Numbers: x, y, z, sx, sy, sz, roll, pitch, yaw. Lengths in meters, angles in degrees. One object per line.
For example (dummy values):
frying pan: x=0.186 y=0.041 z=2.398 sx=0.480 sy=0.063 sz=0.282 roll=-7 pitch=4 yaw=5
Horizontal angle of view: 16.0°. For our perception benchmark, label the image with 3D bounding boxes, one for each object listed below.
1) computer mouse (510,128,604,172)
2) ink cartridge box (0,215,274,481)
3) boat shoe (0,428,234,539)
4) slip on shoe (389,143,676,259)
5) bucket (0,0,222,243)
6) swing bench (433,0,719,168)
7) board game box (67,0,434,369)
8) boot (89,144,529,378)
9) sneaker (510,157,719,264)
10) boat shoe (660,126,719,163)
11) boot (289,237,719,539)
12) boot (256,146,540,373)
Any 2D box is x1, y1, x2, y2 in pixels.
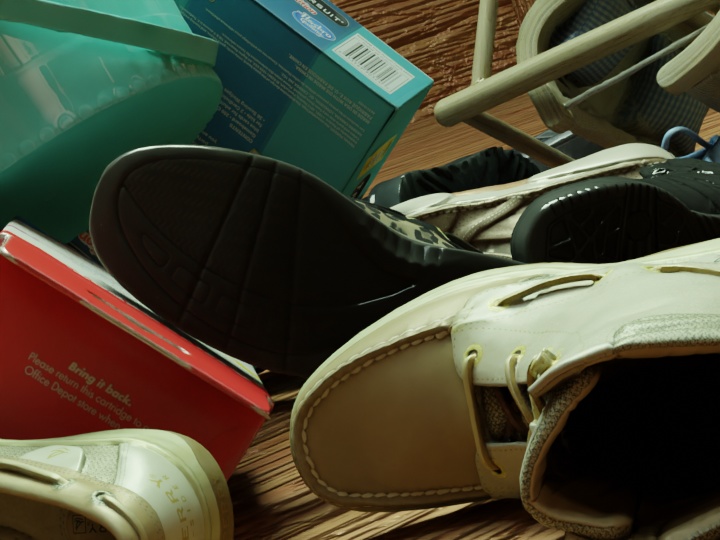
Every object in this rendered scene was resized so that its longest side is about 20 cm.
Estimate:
computer mouse: x=0.108 y=-0.054 z=1.735 sx=0.199 sy=0.053 sz=0.139 roll=-28 pitch=4 yaw=-1
ink cartridge box: x=-0.100 y=0.040 z=0.956 sx=0.067 sy=0.116 sz=0.200 roll=-58 pitch=6 yaw=0
boat shoe: x=-0.140 y=0.093 z=0.854 sx=0.200 sy=0.074 sz=0.063 roll=-5 pitch=5 yaw=29
slip on shoe: x=0.065 y=0.003 z=1.177 sx=0.199 sy=0.076 sz=0.061 roll=-18 pitch=30 yaw=-2
bucket: x=-0.164 y=-0.084 z=1.078 sx=0.207 sy=0.135 sz=0.207 roll=-34 pitch=-8 yaw=-5
swing bench: x=0.178 y=-0.118 z=1.340 sx=0.199 sy=0.131 sz=0.198 roll=-4 pitch=-16 yaw=37
board game box: x=-0.079 y=-0.051 z=1.195 sx=0.200 sy=0.151 sz=0.047 roll=-57 pitch=-10 yaw=31
boot: x=-0.015 y=0.010 z=0.999 sx=0.202 sy=0.074 sz=0.154 roll=18 pitch=-5 yaw=-11
sneaker: x=0.135 y=-0.015 z=1.084 sx=0.199 sy=0.060 sz=0.104 roll=-3 pitch=8 yaw=-25
boat shoe: x=0.201 y=-0.048 z=1.244 sx=0.199 sy=0.069 sz=0.084 roll=-13 pitch=6 yaw=36
boot: x=0.056 y=0.044 z=0.759 sx=0.199 sy=0.073 sz=0.155 roll=-15 pitch=8 yaw=16
boot: x=0.000 y=0.000 z=1.319 sx=0.167 sy=0.077 sz=0.200 roll=-21 pitch=-8 yaw=29
